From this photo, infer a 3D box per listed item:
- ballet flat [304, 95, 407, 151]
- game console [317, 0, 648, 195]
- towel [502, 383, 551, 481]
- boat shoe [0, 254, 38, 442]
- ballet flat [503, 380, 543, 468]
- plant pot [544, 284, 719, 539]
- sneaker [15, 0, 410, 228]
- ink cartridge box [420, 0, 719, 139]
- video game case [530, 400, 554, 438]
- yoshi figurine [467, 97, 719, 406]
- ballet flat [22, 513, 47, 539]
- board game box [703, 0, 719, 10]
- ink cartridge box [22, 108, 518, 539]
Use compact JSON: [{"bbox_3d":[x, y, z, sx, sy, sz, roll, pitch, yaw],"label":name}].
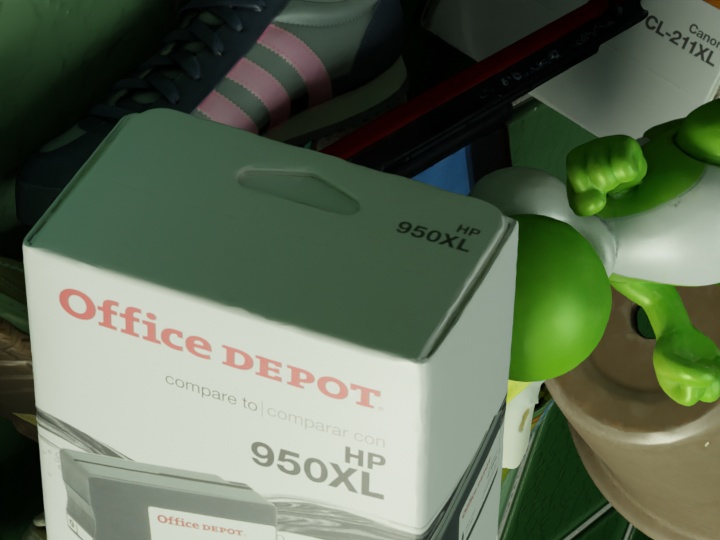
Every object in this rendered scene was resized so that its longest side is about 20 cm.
[{"bbox_3d":[0.000,0.000,1.159,0.068,0.067,0.200,-28,142,-50],"label":"ballet flat"},{"bbox_3d":[0.028,-0.006,1.047,0.200,0.119,0.172,-32,-176,-39],"label":"game console"},{"bbox_3d":[0.061,0.118,1.328,0.086,0.018,0.200,-34,156,-59],"label":"towel"},{"bbox_3d":[-0.117,0.017,0.970,0.200,0.072,0.076,54,45,-69],"label":"boat shoe"},{"bbox_3d":[0.026,0.067,1.038,0.200,0.067,0.067,-44,-165,-6],"label":"ballet flat"},{"bbox_3d":[0.160,0.031,1.167,0.200,0.200,0.175,-60,150,5],"label":"plant pot"},{"bbox_3d":[-0.058,-0.078,0.973,0.200,0.070,0.082,-34,129,-46],"label":"sneaker"},{"bbox_3d":[0.142,-0.119,1.193,0.200,0.146,0.083,-15,134,-57],"label":"ink cartridge box"},{"bbox_3d":[0.047,0.122,1.395,0.182,0.024,0.200,-58,170,10],"label":"video game case"},{"bbox_3d":[0.105,-0.008,0.962,0.200,0.112,0.112,-18,166,-8],"label":"yoshi figurine"},{"bbox_3d":[-0.101,0.128,1.031,0.067,0.200,0.068,15,112,-22],"label":"ballet flat"},{"bbox_3d":[0.173,-0.223,1.055,0.200,0.200,0.200,-12,130,-59],"label":"board game box"},{"bbox_3d":[-0.031,0.060,0.896,0.084,0.145,0.200,-57,156,-45],"label":"ink cartridge box"}]
